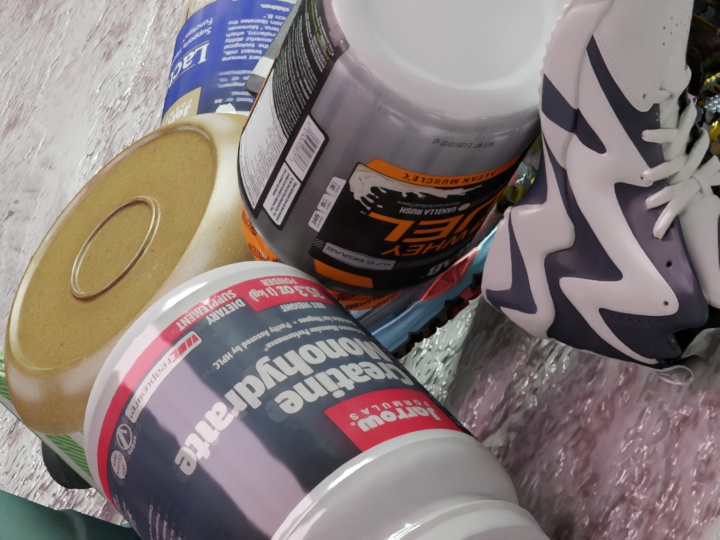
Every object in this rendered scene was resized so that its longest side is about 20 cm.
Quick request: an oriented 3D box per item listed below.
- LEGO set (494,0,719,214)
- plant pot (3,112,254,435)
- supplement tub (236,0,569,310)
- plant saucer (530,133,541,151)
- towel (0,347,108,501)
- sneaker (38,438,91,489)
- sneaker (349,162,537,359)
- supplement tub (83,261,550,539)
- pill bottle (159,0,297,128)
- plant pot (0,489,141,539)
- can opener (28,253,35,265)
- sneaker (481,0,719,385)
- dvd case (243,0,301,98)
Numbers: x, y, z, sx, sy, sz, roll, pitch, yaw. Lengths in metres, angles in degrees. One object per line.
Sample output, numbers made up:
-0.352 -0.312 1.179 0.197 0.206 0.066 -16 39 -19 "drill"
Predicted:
0.116 -0.102 1.365 0.200 0.115 0.155 -15 50 62 "LEGO set"
-0.121 -0.006 1.542 0.200 0.027 0.201 -35 32 26 "plant pot"
0.014 -0.069 1.351 0.200 0.122 0.123 119 167 -58 "supplement tub"
0.118 -0.158 1.550 0.200 0.031 0.201 -48 26 33 "plant saucer"
-0.138 0.097 1.672 0.023 0.153 0.200 -50 17 -17 "towel"
-0.132 0.056 1.803 0.201 0.074 0.085 -57 22 14 "sneaker"
0.000 0.000 1.477 0.200 0.096 0.079 -40 2 1 "sneaker"
-0.019 0.102 1.311 0.200 0.140 0.141 43 107 37 "supplement tub"
-0.062 -0.078 1.747 0.116 0.115 0.201 -43 28 39 "pill bottle"
-0.249 0.201 1.731 0.200 0.195 0.201 -49 24 31 "plant pot"
-0.108 0.058 1.628 0.200 0.078 0.064 39 110 32 "can opener"
0.136 -0.039 1.247 0.079 0.129 0.200 -21 -43 -55 "sneaker"
0.042 -0.157 1.547 0.148 0.016 0.201 22 76 42 "dvd case"
